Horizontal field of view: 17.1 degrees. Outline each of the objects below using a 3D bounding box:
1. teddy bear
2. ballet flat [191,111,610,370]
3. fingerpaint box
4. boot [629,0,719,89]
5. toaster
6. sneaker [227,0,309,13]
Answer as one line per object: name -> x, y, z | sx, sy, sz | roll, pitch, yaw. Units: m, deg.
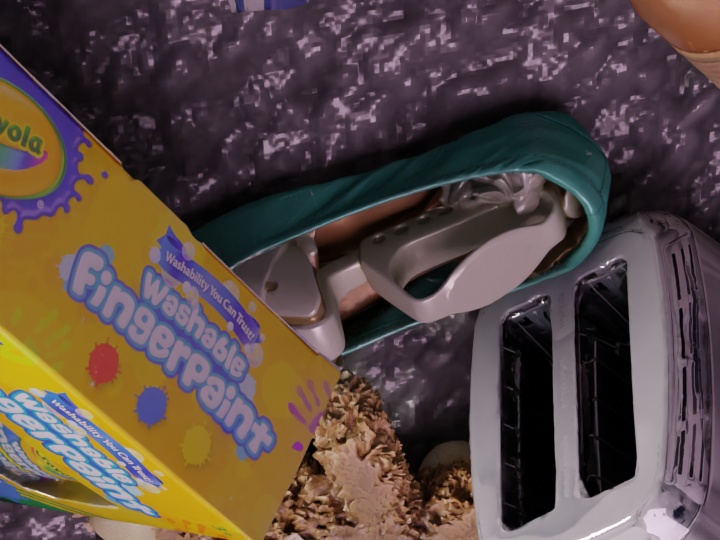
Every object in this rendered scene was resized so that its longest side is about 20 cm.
teddy bear -> -0.018, 0.104, 0.969 | 0.199, 0.067, 0.146 | -18, 122, 7
ballet flat -> 0.000, 0.000, 0.876 | 0.199, 0.070, 0.068 | -23, 118, 2
fingerpaint box -> -0.132, 0.005, 0.779 | 0.166, 0.074, 0.200 | 3, 148, 43
boot -> 0.173, -0.152, 0.818 | 0.199, 0.077, 0.155 | -31, 126, 18
toaster -> 0.114, 0.075, 0.892 | 0.113, 0.201, 0.129 | -26, 134, 33
sneaker -> 0.006, -0.174, 0.735 | 0.114, 0.081, 0.200 | -4, 127, -11
